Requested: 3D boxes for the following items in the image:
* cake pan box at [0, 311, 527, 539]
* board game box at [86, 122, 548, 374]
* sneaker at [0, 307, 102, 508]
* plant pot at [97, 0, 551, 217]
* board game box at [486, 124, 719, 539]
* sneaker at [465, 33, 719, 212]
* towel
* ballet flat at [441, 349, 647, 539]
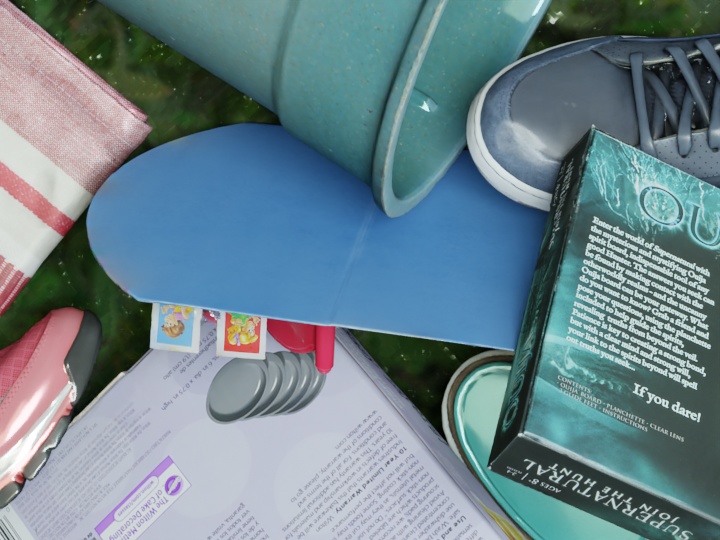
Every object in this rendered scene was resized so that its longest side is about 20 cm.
[{"bbox_3d":[-0.050,0.122,0.956,0.200,0.052,0.184,-46,55,4],"label":"cake pan box"},{"bbox_3d":[0.000,0.000,0.944,0.200,0.158,0.039,8,117,6],"label":"board game box"},{"bbox_3d":[-0.187,0.072,0.979,0.200,0.074,0.087,-41,103,6],"label":"sneaker"},{"bbox_3d":[-0.028,-0.150,0.920,0.196,0.200,0.200,27,95,10],"label":"plant pot"},{"bbox_3d":[0.149,0.047,0.875,0.200,0.028,0.135,25,52,-11],"label":"board game box"},{"bbox_3d":[0.147,-0.075,0.903,0.202,0.146,0.077,-3,69,-13],"label":"sneaker"},{"bbox_3d":[-0.198,-0.027,1.016,0.144,0.023,0.200,39,97,-1],"label":"towel"},{"bbox_3d":[0.118,0.098,0.979,0.200,0.069,0.069,32,95,7],"label":"ballet flat"}]
